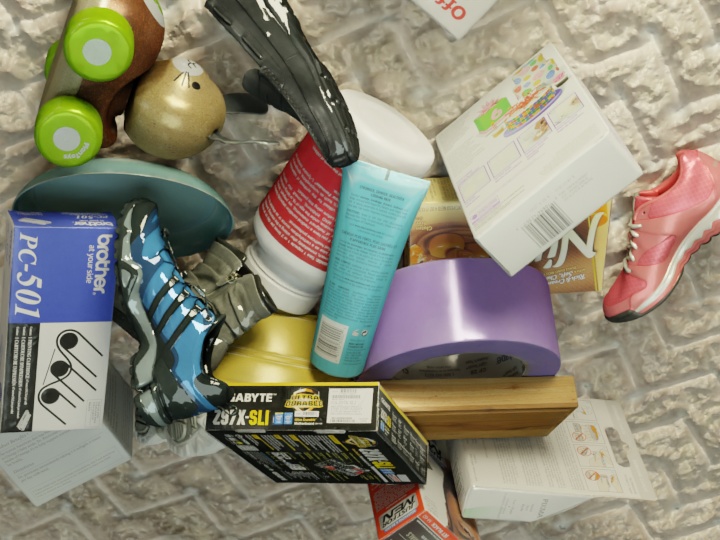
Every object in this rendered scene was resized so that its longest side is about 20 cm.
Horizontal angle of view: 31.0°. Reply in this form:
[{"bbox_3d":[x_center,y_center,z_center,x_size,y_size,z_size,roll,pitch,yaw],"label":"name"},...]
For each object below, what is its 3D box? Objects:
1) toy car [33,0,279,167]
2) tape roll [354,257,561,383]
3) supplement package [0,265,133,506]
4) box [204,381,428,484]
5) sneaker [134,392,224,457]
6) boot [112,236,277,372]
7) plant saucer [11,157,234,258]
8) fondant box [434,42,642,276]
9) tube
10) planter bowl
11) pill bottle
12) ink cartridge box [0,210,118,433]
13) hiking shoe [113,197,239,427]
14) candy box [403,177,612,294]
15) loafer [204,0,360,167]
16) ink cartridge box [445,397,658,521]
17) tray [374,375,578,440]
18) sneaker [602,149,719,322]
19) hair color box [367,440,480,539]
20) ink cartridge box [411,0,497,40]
[{"bbox_3d":[-0.164,-0.158,1.108,0.200,0.164,0.158,17,117,-19],"label":"toy car"},{"bbox_3d":[0.091,0.066,1.265,0.200,0.085,0.200,-6,157,-2],"label":"tape roll"},{"bbox_3d":[-0.324,0.109,1.273,0.117,0.117,0.200,-26,121,7],"label":"supplement package"},{"bbox_3d":[-0.035,0.154,1.202,0.160,0.049,0.200,-4,157,15],"label":"box"},{"bbox_3d":[-0.154,0.143,1.299,0.099,0.200,0.078,3,88,-28],"label":"sneaker"},{"bbox_3d":[-0.169,0.018,1.218,0.131,0.200,0.068,-46,147,-5],"label":"boot"},{"bbox_3d":[-0.215,-0.057,1.186,0.200,0.027,0.200,0,160,0],"label":"plant saucer"},{"bbox_3d":[0.153,-0.104,1.159,0.144,0.200,0.058,-39,120,15],"label":"fondant box"},{"bbox_3d":[0.000,0.000,1.162,0.077,0.050,0.200,14,115,-2],"label":"tube"},{"bbox_3d":[-0.088,0.077,1.277,0.200,0.200,0.084,13,86,-15],"label":"planter bowl"},{"bbox_3d":[-0.029,-0.060,1.214,0.112,0.112,0.200,27,114,-21],"label":"pill bottle"},{"bbox_3d":[-0.273,0.047,1.161,0.094,0.044,0.200,0,112,-24],"label":"ink cartridge box"},{"bbox_3d":[-0.160,0.033,1.128,0.087,0.074,0.200,-10,87,2],"label":"hiking shoe"},{"bbox_3d":[0.143,-0.034,1.285,0.200,0.055,0.116,-4,123,-5],"label":"candy box"},{"bbox_3d":[-0.067,-0.169,1.122,0.070,0.068,0.201,-32,78,9],"label":"loafer"},{"bbox_3d":[0.193,0.194,1.367,0.200,0.161,0.050,8,124,-12],"label":"ink cartridge box"},{"bbox_3d":[0.104,0.139,1.288,0.200,0.037,0.099,-1,156,-12],"label":"tray"},{"bbox_3d":[0.296,-0.039,1.307,0.087,0.074,0.200,34,108,-9],"label":"sneaker"},{"bbox_3d":[0.061,0.228,1.347,0.064,0.200,0.111,-36,119,14],"label":"hair color box"},{"bbox_3d":[0.094,-0.318,1.091,0.146,0.084,0.200,35,110,-25],"label":"ink cartridge box"}]
